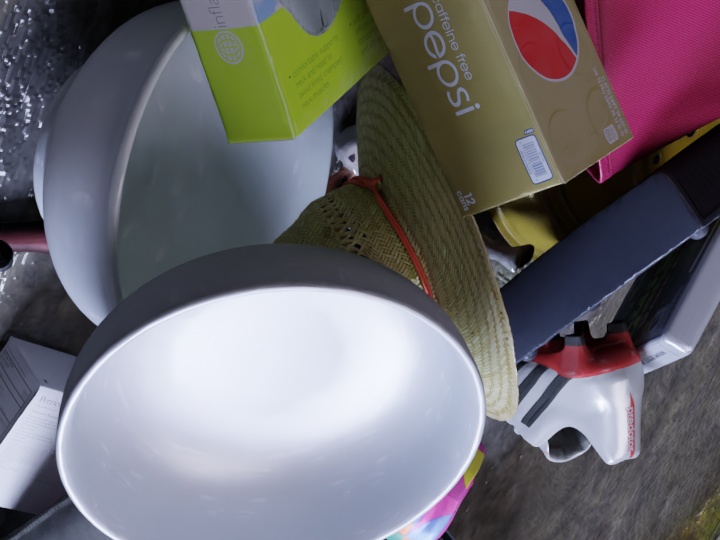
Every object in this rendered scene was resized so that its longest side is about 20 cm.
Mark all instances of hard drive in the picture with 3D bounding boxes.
[{"bbox_3d":[0.139,-0.014,1.079,0.135,0.042,0.200,-34,175,-42],"label":"hard drive"}]

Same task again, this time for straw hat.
[{"bbox_3d":[0.000,0.000,1.028,0.085,0.201,0.202,-21,134,-11],"label":"straw hat"}]

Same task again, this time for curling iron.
[{"bbox_3d":[-0.147,-0.010,1.081,0.199,0.050,0.026,-4,138,-40],"label":"curling iron"}]

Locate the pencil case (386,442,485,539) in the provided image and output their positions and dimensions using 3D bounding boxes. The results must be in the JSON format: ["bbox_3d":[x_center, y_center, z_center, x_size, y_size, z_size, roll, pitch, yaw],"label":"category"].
[{"bbox_3d":[-0.026,0.086,1.160,0.200,0.088,0.089,34,101,-13],"label":"pencil case"}]

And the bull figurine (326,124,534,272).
[{"bbox_3d":[0.028,0.003,1.183,0.065,0.121,0.201,-36,149,-40],"label":"bull figurine"}]

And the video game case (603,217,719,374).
[{"bbox_3d":[0.209,-0.027,1.230,0.200,0.023,0.182,-60,-178,-13],"label":"video game case"}]

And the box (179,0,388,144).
[{"bbox_3d":[-0.047,-0.175,0.939,0.122,0.048,0.201,-47,127,-46],"label":"box"}]

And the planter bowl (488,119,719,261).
[{"bbox_3d":[0.165,-0.090,1.181,0.200,0.083,0.201,-19,117,-41],"label":"planter bowl"}]

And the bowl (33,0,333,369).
[{"bbox_3d":[-0.101,-0.051,1.022,0.201,0.090,0.202,-40,138,-50],"label":"bowl"}]

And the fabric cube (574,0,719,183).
[{"bbox_3d":[0.142,-0.204,1.029,0.199,0.200,0.197,-27,137,-18],"label":"fabric cube"}]

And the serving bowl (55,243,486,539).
[{"bbox_3d":[-0.045,0.056,0.954,0.199,0.066,0.201,-7,136,-7],"label":"serving bowl"}]

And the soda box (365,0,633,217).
[{"bbox_3d":[0.046,-0.132,0.929,0.068,0.064,0.201,-32,100,-47],"label":"soda box"}]

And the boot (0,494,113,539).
[{"bbox_3d":[-0.144,0.180,1.163,0.200,0.073,0.182,-33,143,23],"label":"boot"}]

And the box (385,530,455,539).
[{"bbox_3d":[-0.012,0.277,1.369,0.199,0.107,0.149,-10,128,-30],"label":"box"}]

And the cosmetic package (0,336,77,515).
[{"bbox_3d":[-0.138,0.104,1.173,0.200,0.051,0.083,22,112,-45],"label":"cosmetic package"}]

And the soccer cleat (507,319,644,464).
[{"bbox_3d":[0.106,0.072,1.233,0.068,0.200,0.086,-12,96,-27],"label":"soccer cleat"}]

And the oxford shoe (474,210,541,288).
[{"bbox_3d":[0.125,-0.025,1.273,0.200,0.058,0.076,-24,119,-41],"label":"oxford shoe"}]
